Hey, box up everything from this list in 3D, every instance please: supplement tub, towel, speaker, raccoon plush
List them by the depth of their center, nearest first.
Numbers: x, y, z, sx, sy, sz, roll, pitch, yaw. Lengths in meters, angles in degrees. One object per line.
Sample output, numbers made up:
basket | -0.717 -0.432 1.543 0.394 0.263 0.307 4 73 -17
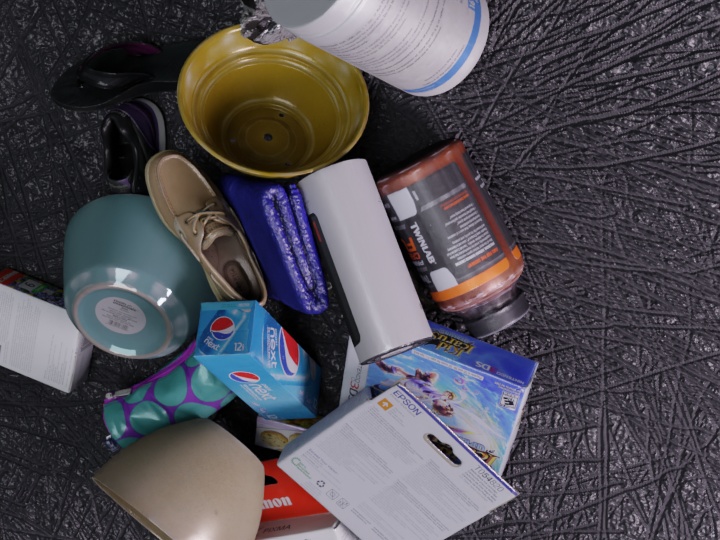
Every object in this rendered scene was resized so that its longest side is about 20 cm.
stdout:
supplement tub | 0.019 -0.258 1.303 0.132 0.200 0.132 -14 68 38
speaker | 0.003 -0.010 1.374 0.081 0.081 0.201 -24 82 24
raccoon plush | -0.074 -0.321 1.411 0.199 0.097 0.134 -14 70 -16
supplement tub | 0.102 -0.031 1.416 0.107 0.107 0.200 -25 98 24
towel | -0.090 -0.034 1.444 0.049 0.200 0.148 -26 104 -15

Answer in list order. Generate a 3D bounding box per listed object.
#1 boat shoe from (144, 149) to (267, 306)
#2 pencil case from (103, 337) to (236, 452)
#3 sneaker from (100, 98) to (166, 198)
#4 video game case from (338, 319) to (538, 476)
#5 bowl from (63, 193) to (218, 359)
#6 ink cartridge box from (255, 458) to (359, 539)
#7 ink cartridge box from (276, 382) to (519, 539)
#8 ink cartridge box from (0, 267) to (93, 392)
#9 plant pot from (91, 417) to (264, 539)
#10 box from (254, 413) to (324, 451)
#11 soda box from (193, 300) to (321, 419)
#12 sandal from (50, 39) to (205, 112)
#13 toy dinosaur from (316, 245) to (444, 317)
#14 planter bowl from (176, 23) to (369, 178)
boat shoe | -0.159 -0.045 1.448 0.071 0.065 0.200 -36 96 -18
pencil case | -0.216 0.141 1.591 0.200 0.085 0.092 -33 118 24
sneaker | -0.258 -0.089 1.527 0.075 0.088 0.201 -5 106 20
video game case | 0.078 0.134 1.472 0.199 0.046 0.182 21 140 11
bowl | -0.253 0.024 1.515 0.200 0.105 0.201 6 134 7
ink cartridge box | -0.108 0.313 1.614 0.199 0.044 0.174 -14 113 27
ink cartridge box | 0.043 0.222 1.502 0.200 0.041 0.200 -36 109 30
ink cartridge box | -0.424 0.061 1.654 0.199 0.050 0.109 21 113 12
plant pot | -0.188 0.248 1.540 0.200 0.200 0.135 38 74 4
box | -0.025 0.201 1.571 0.199 0.039 0.042 13 114 14
soda box | -0.110 0.102 1.487 0.068 0.200 0.064 -4 64 19
sandal | -0.254 -0.227 1.487 0.200 0.076 0.048 -10 146 14
toy dinosaur | 0.000 0.000 1.478 0.200 0.077 0.103 27 121 12
planter bowl | -0.095 -0.162 1.428 0.200 0.201 0.084 29 150 7
